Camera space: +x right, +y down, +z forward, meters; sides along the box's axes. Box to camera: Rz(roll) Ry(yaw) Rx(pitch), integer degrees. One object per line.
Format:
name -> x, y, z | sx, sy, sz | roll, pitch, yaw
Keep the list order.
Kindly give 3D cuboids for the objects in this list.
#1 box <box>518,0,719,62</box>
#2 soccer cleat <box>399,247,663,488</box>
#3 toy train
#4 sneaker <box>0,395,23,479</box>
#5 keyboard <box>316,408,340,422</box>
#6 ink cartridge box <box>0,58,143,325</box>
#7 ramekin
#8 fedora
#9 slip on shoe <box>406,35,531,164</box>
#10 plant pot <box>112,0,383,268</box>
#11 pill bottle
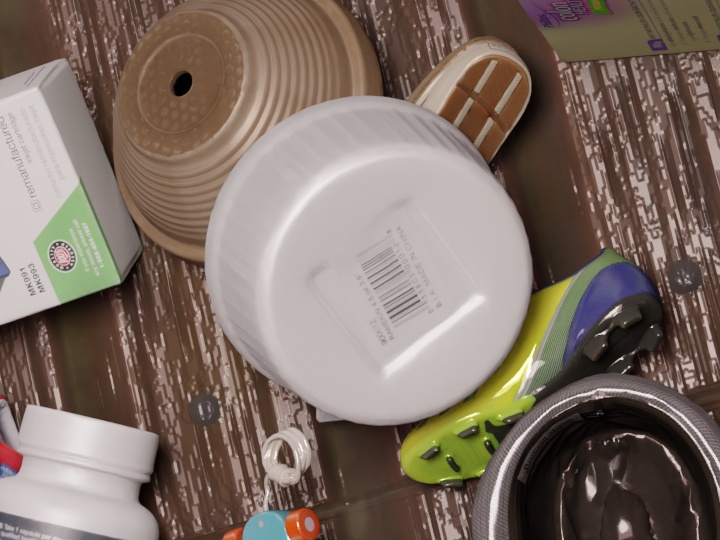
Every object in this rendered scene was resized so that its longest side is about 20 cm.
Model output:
box -> 0.205, -0.203, 1.644 | 0.199, 0.176, 0.097 | -4, 81, 14
soccer cleat -> 0.105, 0.064, 1.697 | 0.200, 0.065, 0.084 | -38, 45, 10
toy train -> 0.001, 0.195, 1.665 | 0.200, 0.056, 0.151 | 42, 112, 34
sneaker -> -0.279, 0.174, 1.760 | 0.112, 0.071, 0.201 | 0, 79, 17
keyboard -> 0.000, 0.000, 1.698 | 0.056, 0.011, 0.201 | -2, 105, -13
ink cartridge box -> -0.267, -0.036, 1.757 | 0.199, 0.088, 0.146 | -18, 106, 12
ramekin -> 0.011, -0.001, 1.642 | 0.200, 0.098, 0.201 | -4, 106, -15
fedora -> 0.163, 0.169, 1.640 | 0.176, 0.090, 0.201 | -17, 71, 9
slip on shoe -> 0.037, -0.068, 1.729 | 0.076, 0.061, 0.200 | 27, 105, -22
plant pot -> -0.093, -0.108, 1.720 | 0.200, 0.093, 0.202 | -11, 69, 29
pill bottle -> -0.195, 0.194, 1.711 | 0.119, 0.120, 0.201 | 11, 85, 15
